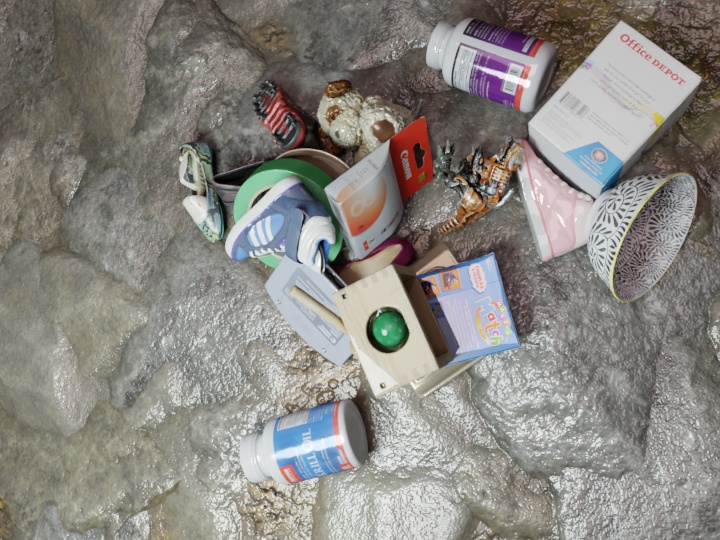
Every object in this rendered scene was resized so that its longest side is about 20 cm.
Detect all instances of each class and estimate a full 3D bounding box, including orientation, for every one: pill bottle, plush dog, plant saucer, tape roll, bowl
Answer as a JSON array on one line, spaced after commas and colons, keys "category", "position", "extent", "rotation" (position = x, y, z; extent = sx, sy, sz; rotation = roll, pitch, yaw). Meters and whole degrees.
[{"category": "pill bottle", "position": [-0.096, 0.294, 1.076], "extent": [0.198, 0.112, 0.114], "rotation": [-19, 78, 14]}, {"category": "plush dog", "position": [0.005, -0.253, 1.101], "extent": [0.170, 0.201, 0.161], "rotation": [28, 58, 9]}, {"category": "plant saucer", "position": [-0.076, -0.124, 1.118], "extent": [0.198, 0.037, 0.203], "rotation": [8, 124, 12]}, {"category": "tape roll", "position": [-0.118, -0.090, 1.103], "extent": [0.198, 0.048, 0.203], "rotation": [8, 124, 12]}, {"category": "pill bottle", "position": [0.214, -0.345, 1.060], "extent": [0.198, 0.112, 0.114], "rotation": [26, 91, 18]}, {"category": "bowl", "position": [0.397, -0.064, 0.950], "extent": [0.094, 0.200, 0.202], "rotation": [36, 94, 42]}]

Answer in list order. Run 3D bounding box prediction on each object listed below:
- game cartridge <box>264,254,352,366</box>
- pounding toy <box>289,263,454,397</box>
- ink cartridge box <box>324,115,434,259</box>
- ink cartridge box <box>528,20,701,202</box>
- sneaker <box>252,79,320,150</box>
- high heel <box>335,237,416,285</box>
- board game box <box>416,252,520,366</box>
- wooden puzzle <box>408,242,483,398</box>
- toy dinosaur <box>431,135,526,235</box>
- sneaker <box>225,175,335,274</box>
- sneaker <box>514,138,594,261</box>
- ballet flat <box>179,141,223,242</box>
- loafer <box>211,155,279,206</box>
[{"category": "game cartridge", "position": [-0.072, 0.061, 1.104], "extent": [0.200, 0.040, 0.134], "rotation": [46, 121, 8]}, {"category": "pounding toy", "position": [0.024, 0.081, 0.935], "extent": [0.141, 0.200, 0.186], "rotation": [-26, 81, 13]}, {"category": "ink cartridge box", "position": [0.048, -0.128, 1.032], "extent": [0.199, 0.163, 0.050], "rotation": [-36, 58, -9]}, {"category": "ink cartridge box", "position": [0.378, -0.232, 0.978], "extent": [0.200, 0.145, 0.147], "rotation": [-46, 74, 7]}, {"category": "sneaker", "position": [-0.133, -0.276, 1.182], "extent": [0.071, 0.097, 0.201], "rotation": [-49, 49, 19]}, {"category": "high heel", "position": [0.000, 0.000, 1.090], "extent": [0.199, 0.096, 0.068], "rotation": [-31, 76, 11]}, {"category": "board game box", "position": [0.139, 0.073, 1.027], "extent": [0.198, 0.037, 0.153], "rotation": [-16, 83, 14]}, {"category": "wooden puzzle", "position": [0.117, 0.082, 1.071], "extent": [0.184, 0.046, 0.201], "rotation": [-36, 74, 10]}, {"category": "toy dinosaur", "position": [0.180, -0.138, 1.036], "extent": [0.200, 0.102, 0.137], "rotation": [-42, 57, 19]}, {"category": "sneaker", "position": [-0.124, -0.037, 1.034], "extent": [0.200, 0.080, 0.147], "rotation": [-43, 77, 29]}, {"category": "sneaker", "position": [0.310, -0.124, 1.025], "extent": [0.103, 0.075, 0.203], "rotation": [-17, 81, 12]}, {"category": "ballet flat", "position": [-0.309, -0.150, 1.217], "extent": [0.073, 0.074, 0.203], "rotation": [-17, 76, 14]}, {"category": "loafer", "position": [-0.179, -0.171, 1.177], "extent": [0.198, 0.063, 0.073], "rotation": [-15, 57, 16]}]
